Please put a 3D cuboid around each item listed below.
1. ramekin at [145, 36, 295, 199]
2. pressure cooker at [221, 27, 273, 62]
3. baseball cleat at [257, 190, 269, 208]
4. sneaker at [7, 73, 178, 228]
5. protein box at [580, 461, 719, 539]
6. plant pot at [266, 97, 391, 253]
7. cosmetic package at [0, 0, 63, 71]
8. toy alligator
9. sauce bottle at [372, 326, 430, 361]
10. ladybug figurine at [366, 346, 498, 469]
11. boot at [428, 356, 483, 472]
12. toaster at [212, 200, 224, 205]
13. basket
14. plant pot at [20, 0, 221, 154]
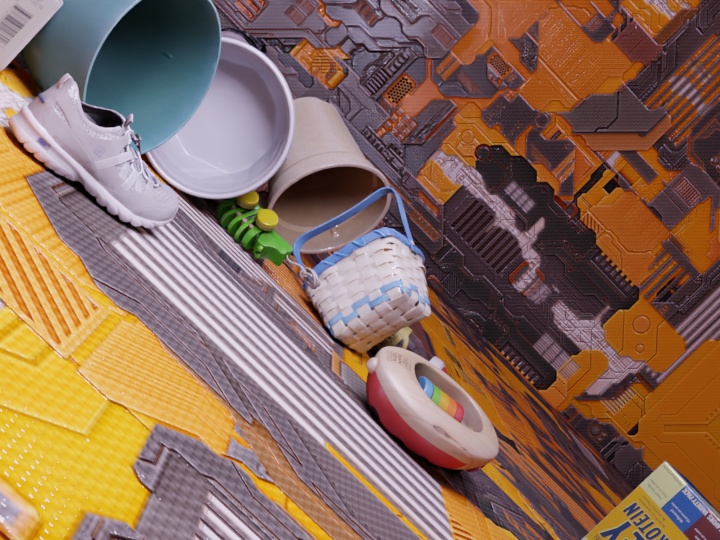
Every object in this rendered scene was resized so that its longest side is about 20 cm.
[{"bbox_3d":[-0.180,-0.196,1.345,0.200,0.200,0.105,44,7,-7],"label":"ramekin"},{"bbox_3d":[-0.291,-0.451,2.366,0.200,0.174,0.180,6,63,-79],"label":"pressure cooker"},{"bbox_3d":[-0.107,-0.116,1.748,0.070,0.106,0.200,52,10,16],"label":"baseball cleat"},{"bbox_3d":[-0.232,-0.108,0.994,0.075,0.082,0.200,50,8,38],"label":"sneaker"},{"bbox_3d":[0.434,0.407,1.521,0.135,0.200,0.198,49,7,31],"label":"protein box"},{"bbox_3d":[-0.071,-0.161,1.637,0.200,0.199,0.185,38,27,-50],"label":"plant pot"},{"bbox_3d":[-0.406,-0.313,1.075,0.200,0.103,0.073,50,7,24],"label":"cosmetic package"},{"bbox_3d":[-0.133,-0.042,1.371,0.054,0.060,0.200,-26,65,-41],"label":"toy alligator"},{"bbox_3d":[0.052,0.107,1.561,0.200,0.066,0.066,44,6,2],"label":"sauce bottle"},{"bbox_3d":[0.077,0.169,1.241,0.200,0.072,0.136,39,21,-16],"label":"ladybug figurine"},{"bbox_3d":[0.115,0.197,1.398,0.144,0.072,0.200,46,14,-1],"label":"boot"},{"bbox_3d":[-0.188,-0.173,1.489,0.129,0.114,0.200,47,23,-2],"label":"toaster"},{"bbox_3d":[0.000,0.000,1.447,0.139,0.175,0.201,34,32,-56],"label":"basket"},{"bbox_3d":[-0.280,-0.252,1.153,0.160,0.202,0.200,33,1,23],"label":"plant pot"}]
